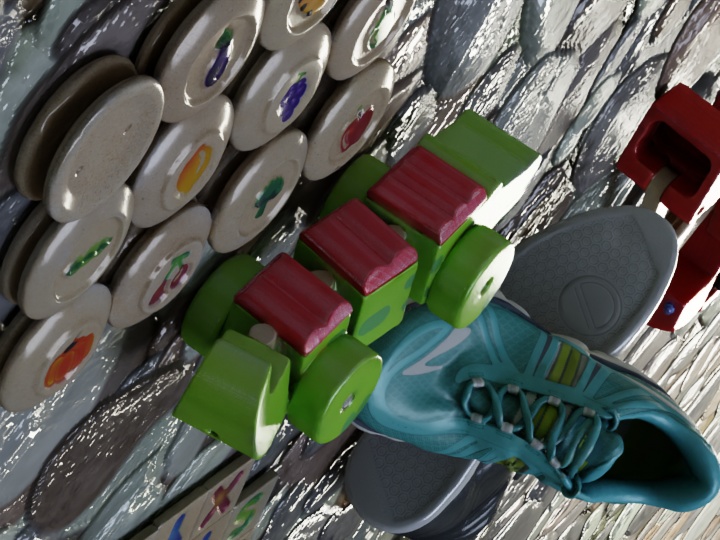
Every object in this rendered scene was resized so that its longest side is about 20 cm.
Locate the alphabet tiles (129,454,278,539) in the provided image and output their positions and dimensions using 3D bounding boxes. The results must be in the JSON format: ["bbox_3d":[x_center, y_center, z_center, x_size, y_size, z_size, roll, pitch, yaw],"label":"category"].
[{"bbox_3d":[-0.103,0.166,1.146,0.166,0.006,0.201,-35,156,-48],"label":"alphabet tiles"}]

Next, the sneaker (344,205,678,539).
[{"bbox_3d":[0.072,0.052,1.295,0.200,0.071,0.099,-45,165,-7],"label":"sneaker"}]

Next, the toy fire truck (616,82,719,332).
[{"bbox_3d":[0.169,-0.030,1.418,0.141,0.049,0.201,-38,159,-41],"label":"toy fire truck"}]

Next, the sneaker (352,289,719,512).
[{"bbox_3d":[0.078,0.059,1.185,0.199,0.080,0.078,16,104,-33],"label":"sneaker"}]

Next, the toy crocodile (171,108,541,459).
[{"bbox_3d":[0.000,0.000,0.979,0.200,0.067,0.062,-40,159,-38],"label":"toy crocodile"}]

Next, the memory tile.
[{"bbox_3d":[-0.041,-0.046,0.861,0.200,0.017,0.154,-40,159,-37],"label":"memory tile"}]
